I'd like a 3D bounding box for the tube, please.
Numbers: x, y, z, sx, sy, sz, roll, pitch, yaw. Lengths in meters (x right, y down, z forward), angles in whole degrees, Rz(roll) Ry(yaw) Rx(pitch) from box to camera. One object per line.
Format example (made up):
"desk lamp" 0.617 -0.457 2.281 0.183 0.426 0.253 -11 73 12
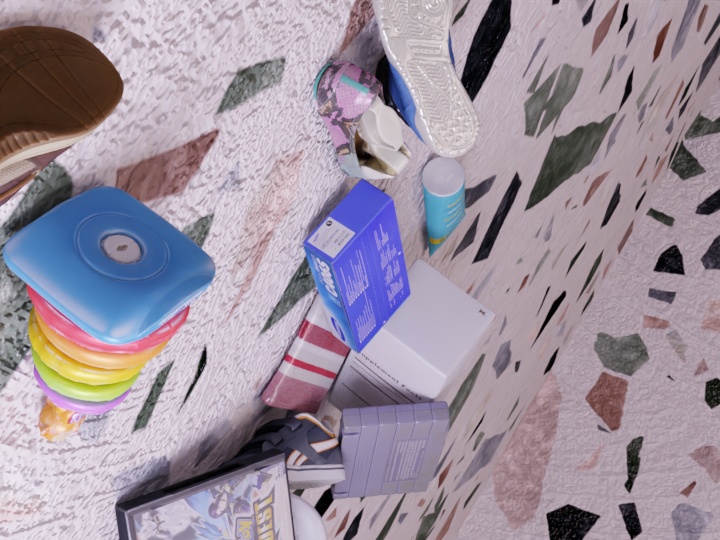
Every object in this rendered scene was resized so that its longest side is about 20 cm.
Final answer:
"tube" 0.105 -0.078 1.421 0.077 0.050 0.200 -45 163 -9

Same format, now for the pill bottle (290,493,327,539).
"pill bottle" -0.099 0.306 1.285 0.109 0.108 0.200 -56 179 -15

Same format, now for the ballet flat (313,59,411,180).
"ballet flat" 0.010 -0.125 1.053 0.069 0.071 0.200 -56 161 -10

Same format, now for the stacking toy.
"stacking toy" -0.187 0.054 0.781 0.116 0.109 0.201 -41 164 -51

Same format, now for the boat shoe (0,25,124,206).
"boat shoe" -0.204 -0.067 0.607 0.072 0.072 0.200 -37 -168 38

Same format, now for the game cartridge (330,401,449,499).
"game cartridge" 0.034 0.216 1.371 0.128 0.039 0.201 -7 146 -11

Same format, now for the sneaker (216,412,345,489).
"sneaker" -0.094 0.201 1.256 0.199 0.078 0.080 12 64 -57

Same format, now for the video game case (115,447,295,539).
"video game case" -0.140 0.294 1.107 0.180 0.025 0.202 -14 105 -37

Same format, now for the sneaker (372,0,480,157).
"sneaker" 0.045 -0.207 1.042 0.076 0.111 0.201 -27 118 -9

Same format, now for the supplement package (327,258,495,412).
"supplement package" 0.059 0.107 1.393 0.121 0.119 0.201 -46 167 -37

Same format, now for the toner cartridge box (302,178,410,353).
"toner cartridge box" 0.000 0.000 1.194 0.095 0.043 0.200 -46 154 -18

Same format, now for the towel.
"towel" -0.037 0.065 1.286 0.201 0.023 0.144 -62 160 -2
